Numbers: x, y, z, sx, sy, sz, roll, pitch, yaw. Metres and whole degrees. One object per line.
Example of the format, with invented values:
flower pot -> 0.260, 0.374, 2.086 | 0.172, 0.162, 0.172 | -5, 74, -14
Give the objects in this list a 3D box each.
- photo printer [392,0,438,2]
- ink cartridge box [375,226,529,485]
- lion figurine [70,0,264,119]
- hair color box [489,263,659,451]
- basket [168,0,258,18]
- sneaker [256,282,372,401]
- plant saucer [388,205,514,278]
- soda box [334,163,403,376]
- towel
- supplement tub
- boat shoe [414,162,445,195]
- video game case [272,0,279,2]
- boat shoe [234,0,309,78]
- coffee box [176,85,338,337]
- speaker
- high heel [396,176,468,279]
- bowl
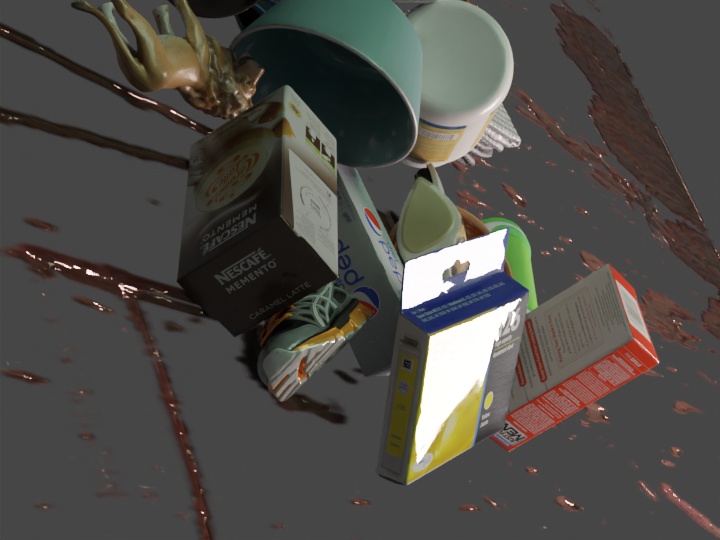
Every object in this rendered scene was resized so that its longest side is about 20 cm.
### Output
photo printer -> -0.011, -0.345, 1.877 | 0.167, 0.197, 0.070 | -95, -176, -66
ink cartridge box -> 0.091, 0.075, 1.567 | 0.047, 0.202, 0.197 | 21, 22, 29
lion figurine -> -0.173, -0.190, 1.520 | 0.199, 0.072, 0.124 | -13, 81, -54
hair color box -> 0.213, 0.095, 1.827 | 0.064, 0.199, 0.112 | 39, 28, -40
basket -> -0.152, -0.364, 1.697 | 0.181, 0.134, 0.202 | 71, 9, -51
sneaker -> -0.054, 0.051, 1.458 | 0.077, 0.078, 0.200 | 46, 17, 2
plant saucer -> 0.087, 0.031, 1.759 | 0.199, 0.037, 0.203 | 15, 67, -40
soda box -> 0.000, 0.000, 1.644 | 0.202, 0.068, 0.063 | 64, 18, 12
towel -> 0.108, -0.233, 2.204 | 0.199, 0.085, 0.167 | 19, 43, -58
supplement tub -> 0.086, -0.206, 1.924 | 0.146, 0.144, 0.200 | 63, -14, 10
boat shoe -> 0.075, -0.041, 1.889 | 0.201, 0.060, 0.076 | -99, 171, -48
video game case -> -0.085, -0.304, 1.933 | 0.144, 0.018, 0.200 | 62, 20, 8
boat shoe -> -0.078, -0.200, 1.750 | 0.068, 0.084, 0.200 | 10, 36, -55
coffee box -> -0.085, -0.054, 1.453 | 0.080, 0.114, 0.201 | 47, 23, -31
speaker -> 0.165, 0.025, 1.979 | 0.089, 0.088, 0.201 | 47, 23, -29
high heel -> 0.084, 0.015, 1.716 | 0.143, 0.071, 0.202 | 70, 7, -53
bowl -> -0.019, -0.202, 1.622 | 0.201, 0.200, 0.106 | 46, 57, -33
